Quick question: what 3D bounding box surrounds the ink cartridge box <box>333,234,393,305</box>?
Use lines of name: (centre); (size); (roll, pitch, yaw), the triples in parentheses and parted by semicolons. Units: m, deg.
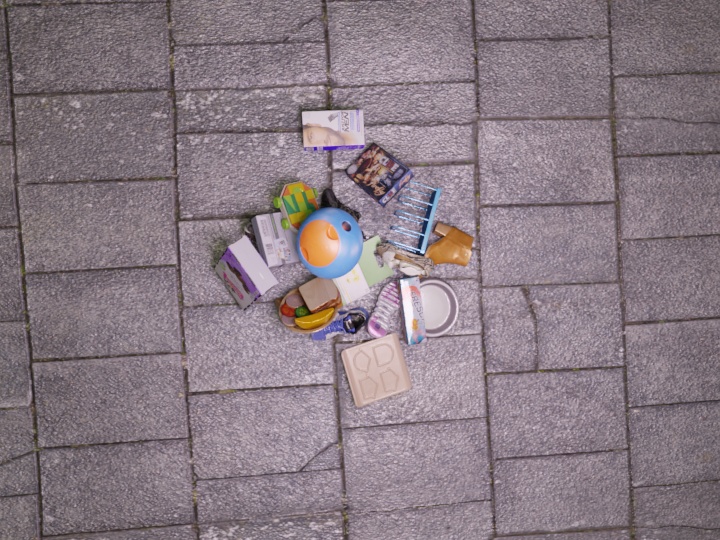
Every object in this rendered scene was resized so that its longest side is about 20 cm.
ink cartridge box: (0.000, 0.000, 1.690); (0.196, 0.048, 0.149); (-26, 109, -3)

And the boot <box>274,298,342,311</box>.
boot: (-0.162, 0.107, 1.689); (0.198, 0.072, 0.144); (26, 53, 31)

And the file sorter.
file sorter: (0.162, -0.164, 1.675); (0.119, 0.139, 0.206); (15, 90, 0)

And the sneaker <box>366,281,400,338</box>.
sneaker: (0.072, 0.128, 1.703); (0.079, 0.089, 0.203); (32, 67, -4)

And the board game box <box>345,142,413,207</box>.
board game box: (0.055, -0.299, 1.654); (0.135, 0.035, 0.200); (-44, 51, -2)

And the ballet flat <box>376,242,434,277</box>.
ballet flat: (0.128, -0.028, 1.636); (0.195, 0.069, 0.076); (20, 45, 15)

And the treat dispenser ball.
treat dispenser ball: (-0.088, -0.079, 1.556); (0.194, 0.201, 0.208); (0, 91, -4)

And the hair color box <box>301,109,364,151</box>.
hair color box: (-0.085, -0.442, 1.691); (0.193, 0.065, 0.113); (-3, 91, -2)

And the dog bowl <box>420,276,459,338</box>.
dog bowl: (0.228, 0.120, 1.720); (0.193, 0.059, 0.207); (0, 91, -4)

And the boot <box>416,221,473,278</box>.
boot: (0.273, -0.041, 1.704); (0.141, 0.071, 0.206); (26, 82, 0)

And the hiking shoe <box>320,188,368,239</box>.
hiking shoe: (-0.053, -0.172, 1.698); (0.099, 0.075, 0.204); (-25, 88, -33)

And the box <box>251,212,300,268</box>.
box: (-0.224, -0.099, 1.637); (0.196, 0.041, 0.161); (-14, 86, -38)

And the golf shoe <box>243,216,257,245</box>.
golf shoe: (-0.275, -0.102, 1.684); (0.197, 0.094, 0.080); (30, 58, -26)

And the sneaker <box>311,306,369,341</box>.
sneaker: (-0.064, 0.164, 1.672); (0.194, 0.115, 0.083); (-16, 91, -3)

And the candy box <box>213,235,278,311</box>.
candy box: (-0.347, 0.013, 1.608); (0.071, 0.199, 0.170); (-37, 92, -32)

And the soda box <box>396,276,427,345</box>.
soda box: (0.158, 0.122, 1.650); (0.061, 0.068, 0.207); (-8, 91, -6)

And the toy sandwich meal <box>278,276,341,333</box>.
toy sandwich meal: (-0.151, 0.097, 1.599); (0.198, 0.071, 0.209); (-2, 47, 2)

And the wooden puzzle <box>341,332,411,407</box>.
wooden puzzle: (0.051, 0.317, 1.720); (0.194, 0.046, 0.191); (-18, 92, -8)

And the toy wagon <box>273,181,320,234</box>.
toy wagon: (-0.176, -0.170, 1.643); (0.153, 0.039, 0.205); (-20, 89, -39)
